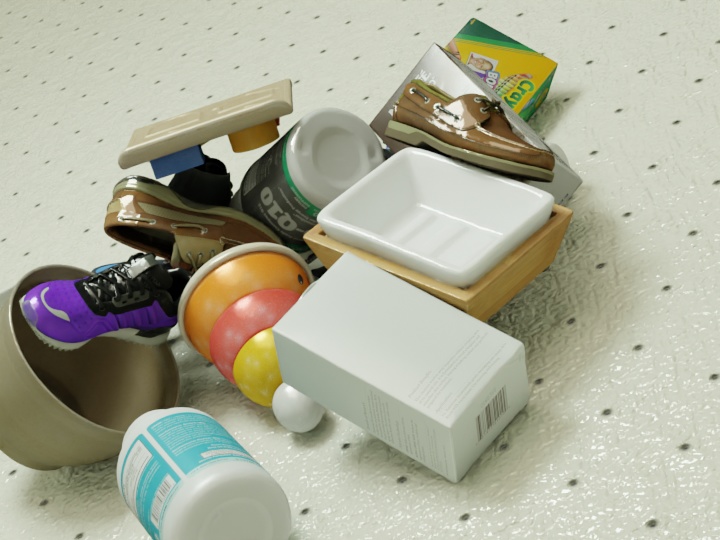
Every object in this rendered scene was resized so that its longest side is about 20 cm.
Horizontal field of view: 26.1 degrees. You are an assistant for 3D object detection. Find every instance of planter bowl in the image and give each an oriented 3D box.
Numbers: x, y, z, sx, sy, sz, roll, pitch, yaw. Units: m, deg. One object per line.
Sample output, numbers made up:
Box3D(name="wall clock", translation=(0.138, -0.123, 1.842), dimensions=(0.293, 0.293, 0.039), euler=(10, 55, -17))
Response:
Box3D(name="planter bowl", translation=(-0.299, 0.115, 1.552), dimensions=(0.135, 0.200, 0.201), euler=(-42, 19, 28))

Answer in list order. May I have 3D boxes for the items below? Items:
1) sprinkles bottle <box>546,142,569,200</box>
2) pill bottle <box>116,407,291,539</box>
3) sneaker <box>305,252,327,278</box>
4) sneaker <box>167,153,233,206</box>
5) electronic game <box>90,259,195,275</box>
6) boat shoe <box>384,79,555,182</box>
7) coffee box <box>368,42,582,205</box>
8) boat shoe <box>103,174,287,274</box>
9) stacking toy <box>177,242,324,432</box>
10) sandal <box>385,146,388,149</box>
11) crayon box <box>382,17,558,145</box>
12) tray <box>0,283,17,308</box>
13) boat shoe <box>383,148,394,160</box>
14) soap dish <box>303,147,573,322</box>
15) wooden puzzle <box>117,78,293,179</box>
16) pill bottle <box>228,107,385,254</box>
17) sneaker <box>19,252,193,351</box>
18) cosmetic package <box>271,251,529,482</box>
Box3D(name="sprinkles bottle", translation=(0.121, -0.089, 1.639), dimensions=(0.198, 0.069, 0.068), euler=(-5, 34, 35))
Box3D(name="pill bottle", translation=(-0.145, 0.188, 1.351), dimensions=(0.110, 0.112, 0.200), euler=(-33, 28, -13))
Box3D(name="sneaker", translation=(0.000, 0.000, 1.601), dimensions=(0.076, 0.088, 0.200), euler=(-40, 5, -13))
Box3D(name="sneaker", translation=(-0.160, -0.075, 1.754), dimensions=(0.107, 0.074, 0.200), euler=(-60, -17, 17))
Box3D(name="electronic game", translation=(-0.195, 0.007, 1.693), dimensions=(0.197, 0.042, 0.200), euler=(1, 8, 0))
Box3D(name="boat shoe", translation=(0.105, -0.136, 1.471), dimensions=(0.199, 0.072, 0.069), euler=(22, 93, 38))
Box3D(name="coffee box", translation=(0.112, -0.118, 1.559), dimensions=(0.115, 0.079, 0.200), euler=(-50, 53, 13))
Box3D(name="boat shoe", translation=(-0.176, -0.028, 1.624), dimensions=(0.198, 0.076, 0.074), euler=(20, 54, 4))
Box3D(name="stacking toy", translation=(-0.083, 0.084, 1.501), dimensions=(0.145, 0.147, 0.201), euler=(-28, 47, -4))
Box3D(name="sandal", translation=(0.073, -0.161, 1.817), dimensions=(0.087, 0.079, 0.201), euler=(-52, 10, 50))
Box3D(name="crayon box", translation=(0.125, -0.189, 1.755), dimensions=(0.118, 0.059, 0.200), euler=(30, 51, 12))
Box3D(name="tray", translation=(-0.311, 0.054, 1.667), dimensions=(0.107, 0.199, 0.022), euler=(-22, 64, 40))
Box3D(name="boat shoe", translation=(-0.031, -0.089, 1.758), dimensions=(0.068, 0.074, 0.199), euler=(-10, -18, -45))
Box3D(name="soap dish", translation=(0.072, -0.028, 1.423), dimensions=(0.199, 0.082, 0.157), euler=(21, 46, 38))
Box3D(name="wooden puzzle", translation=(-0.155, -0.145, 1.633), dimensions=(0.183, 0.047, 0.200), euler=(-18, 12, 2))
Box3D(name="pill bottle", translation=(-0.062, -0.084, 1.641), dimensions=(0.113, 0.113, 0.200), euler=(-44, 5, -31))
Box3D(name="sneaker", translation=(-0.237, 0.020, 1.507), dimensions=(0.100, 0.070, 0.199), euler=(-44, -24, 27))
Box3D(name="cosmetic package", translation=(0.033, 0.080, 1.339), dimensions=(0.199, 0.082, 0.113), euler=(28, 57, 31))
